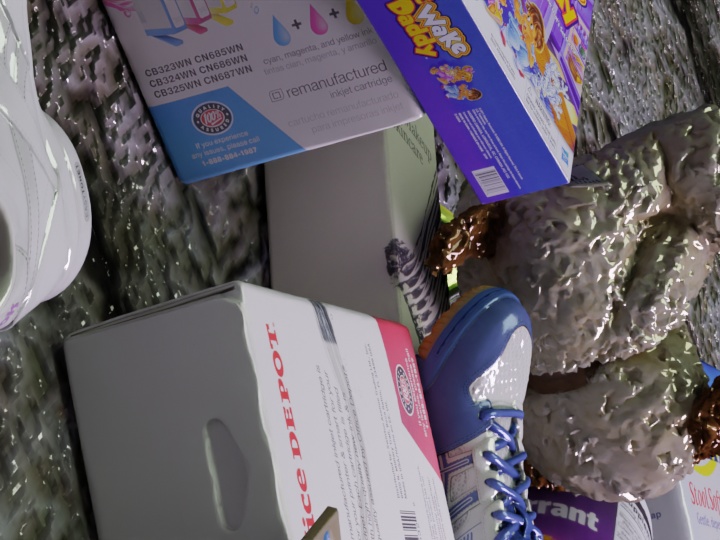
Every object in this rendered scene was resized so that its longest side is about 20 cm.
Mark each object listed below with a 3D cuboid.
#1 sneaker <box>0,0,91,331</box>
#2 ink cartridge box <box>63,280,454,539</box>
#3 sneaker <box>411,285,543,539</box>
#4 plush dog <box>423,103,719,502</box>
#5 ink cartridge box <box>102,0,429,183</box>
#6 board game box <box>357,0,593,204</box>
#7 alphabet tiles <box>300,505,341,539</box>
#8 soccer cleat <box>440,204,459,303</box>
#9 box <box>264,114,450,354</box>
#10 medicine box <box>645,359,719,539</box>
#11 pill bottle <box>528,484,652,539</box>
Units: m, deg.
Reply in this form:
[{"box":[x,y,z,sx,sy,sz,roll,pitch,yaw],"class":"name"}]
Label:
[{"box":[-0.150,-0.072,0.984,0.100,0.075,0.201,-57,128,-68],"class":"sneaker"},{"box":[-0.035,0.092,1.170,0.200,0.084,0.146,16,60,-69],"class":"ink cartridge box"},{"box":[0.057,0.110,1.281,0.075,0.088,0.201,-1,108,-51],"class":"sneaker"},{"box":[0.113,0.031,1.365,0.160,0.199,0.172,-31,104,-45],"class":"plush dog"},{"box":[-0.047,-0.165,1.267,0.201,0.128,0.125,66,26,-20],"class":"ink cartridge box"},{"box":[0.039,-0.147,1.233,0.200,0.045,0.135,56,32,-39],"class":"board game box"},{"box":[-0.047,0.208,1.017,0.200,0.008,0.168,-50,143,-47],"class":"alphabet tiles"},{"box":[0.051,0.017,1.549,0.200,0.065,0.084,47,2,-46],"class":"soccer cleat"},{"box":[0.000,0.000,1.371,0.082,0.068,0.201,49,31,-55],"class":"box"},{"box":[0.169,0.154,1.684,0.182,0.102,0.201,23,54,-67],"class":"medicine box"},{"box":[0.092,0.157,1.444,0.200,0.111,0.112,-75,144,-58],"class":"pill bottle"}]
